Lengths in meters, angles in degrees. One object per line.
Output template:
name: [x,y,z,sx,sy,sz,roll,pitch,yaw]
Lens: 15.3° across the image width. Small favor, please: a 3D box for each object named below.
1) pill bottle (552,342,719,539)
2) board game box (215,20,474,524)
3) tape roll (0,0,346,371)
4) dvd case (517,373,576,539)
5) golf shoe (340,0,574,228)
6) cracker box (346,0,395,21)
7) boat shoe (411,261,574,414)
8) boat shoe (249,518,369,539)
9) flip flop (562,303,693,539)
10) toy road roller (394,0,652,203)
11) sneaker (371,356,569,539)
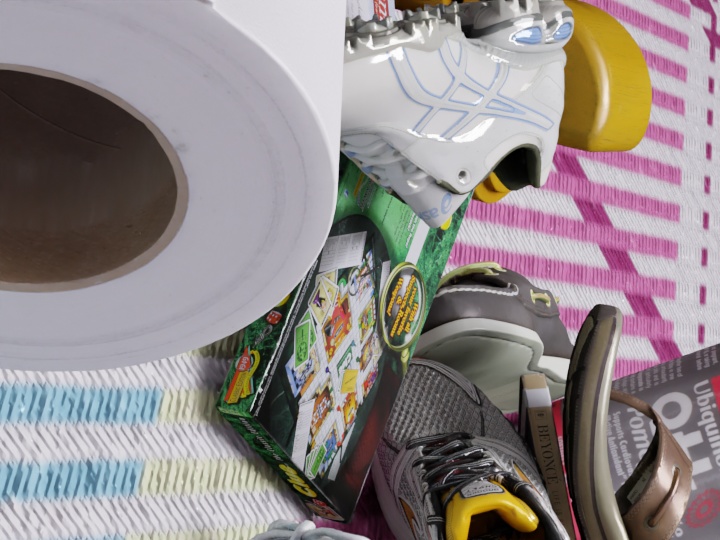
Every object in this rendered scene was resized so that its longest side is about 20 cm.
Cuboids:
pill bottle: [0.194,0.096,1.434,0.111,0.199,0.111,-20,90,-77]
board game box: [0.000,0.000,1.192,0.105,0.023,0.200,50,53,-46]
tape roll: [-0.104,-0.080,0.862,0.203,0.202,0.139,51,31,-43]
dvd case: [0.097,0.173,1.297,0.149,0.016,0.200,87,-5,-51]
golf shoe: [0.022,-0.064,1.138,0.200,0.078,0.098,-11,99,-43]
cracker box: [-0.049,-0.112,1.208,0.200,0.058,0.134,39,42,-53]
boat shoe: [0.061,0.029,1.359,0.201,0.072,0.061,29,44,-69]
boat shoe: [-0.023,0.135,1.073,0.199,0.073,0.068,-25,112,-59]
flip flop: [0.129,0.113,1.246,0.081,0.057,0.201,-76,157,-87]
toy road roller: [0.079,-0.133,1.352,0.123,0.146,0.201,-8,112,-68]
sneaker: [0.058,0.109,1.205,0.082,0.078,0.200,80,-14,-48]
